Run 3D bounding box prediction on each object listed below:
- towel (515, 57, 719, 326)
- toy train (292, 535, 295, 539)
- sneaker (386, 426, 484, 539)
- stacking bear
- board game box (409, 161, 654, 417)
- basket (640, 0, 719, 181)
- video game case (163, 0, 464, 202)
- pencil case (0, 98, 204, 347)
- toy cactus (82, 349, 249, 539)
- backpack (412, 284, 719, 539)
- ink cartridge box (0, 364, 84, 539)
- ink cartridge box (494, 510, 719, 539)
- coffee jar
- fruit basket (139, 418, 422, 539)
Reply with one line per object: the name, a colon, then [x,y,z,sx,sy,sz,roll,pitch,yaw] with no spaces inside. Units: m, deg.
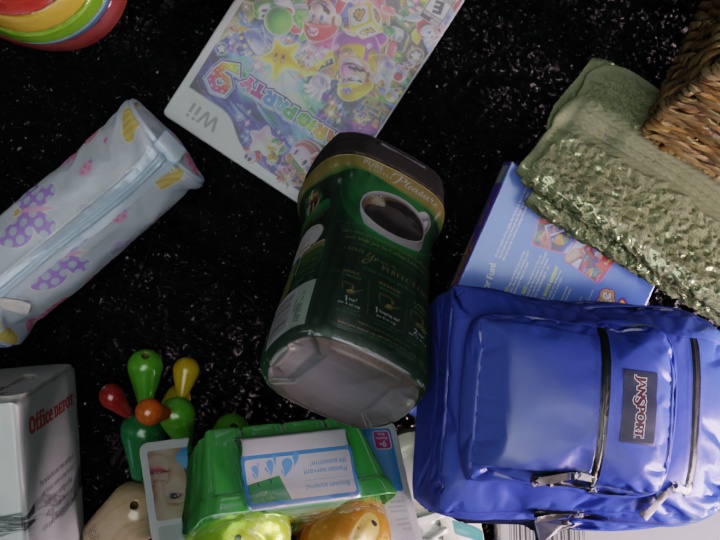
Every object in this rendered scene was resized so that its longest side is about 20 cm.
towel: [0.218,-0.057,0.838,0.200,0.036,0.148,34,61,-1]
toy train: [-0.020,0.191,0.888,0.200,0.034,0.046,-13,113,1]
sneaker: [0.060,0.212,0.832,0.070,0.093,0.200,-12,103,0]
stacking bear: [-0.226,-0.210,0.779,0.114,0.200,0.122,34,94,-2]
board game box: [0.129,0.037,0.874,0.134,0.045,0.200,24,94,-2]
basket: [0.320,-0.125,0.791,0.200,0.143,0.149,31,69,-1]
video game case: [-0.033,-0.161,0.873,0.143,0.018,0.200,33,94,-3]
pencil case: [-0.209,-0.034,0.848,0.200,0.091,0.083,-40,93,2]
toy cactus: [-0.143,0.162,0.857,0.165,0.102,0.200,-39,80,23]
backpack: [0.146,0.098,0.767,0.200,0.168,0.163,7,85,-8]
ink cartridge box: [-0.254,0.176,0.838,0.083,0.147,0.200,-2,93,1]
ink cartridge box: [0.199,0.261,0.857,0.200,0.045,0.177,1,68,1]
coffee jar: [0.000,0.000,0.796,0.104,0.200,0.085,27,135,-18]
fruit basket: [-0.037,0.194,0.747,0.185,0.094,0.200,-2,59,-22]
